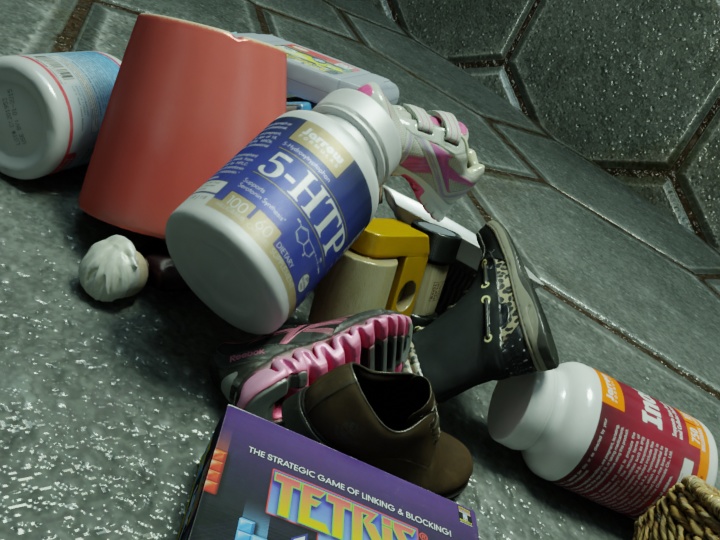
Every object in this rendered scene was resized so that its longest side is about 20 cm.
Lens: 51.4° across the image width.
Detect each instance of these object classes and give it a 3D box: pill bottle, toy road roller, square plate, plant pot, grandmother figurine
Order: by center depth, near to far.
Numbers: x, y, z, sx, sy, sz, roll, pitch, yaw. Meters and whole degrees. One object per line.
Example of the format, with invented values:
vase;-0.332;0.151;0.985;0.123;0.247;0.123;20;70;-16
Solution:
pill bottle;-0.053;-0.058;0.616;0.118;0.121;0.201;33;57;11
grandmother figurine;-0.154;-0.001;0.669;0.119;0.062;0.197;12;10;43
plant pot;-0.153;-0.132;0.704;0.195;0.182;0.201;13;11;-3
pill bottle;0.226;0.159;0.712;0.196;0.115;0.114;25;23;-11
pill bottle;-0.291;-0.165;0.765;0.107;0.110;0.200;31;23;5
toy road roller;0.000;0.000;0.770;0.144;0.126;0.198;25;17;31
square plate;0.114;-0.040;0.925;0.196;0.029;0.198;28;10;-8

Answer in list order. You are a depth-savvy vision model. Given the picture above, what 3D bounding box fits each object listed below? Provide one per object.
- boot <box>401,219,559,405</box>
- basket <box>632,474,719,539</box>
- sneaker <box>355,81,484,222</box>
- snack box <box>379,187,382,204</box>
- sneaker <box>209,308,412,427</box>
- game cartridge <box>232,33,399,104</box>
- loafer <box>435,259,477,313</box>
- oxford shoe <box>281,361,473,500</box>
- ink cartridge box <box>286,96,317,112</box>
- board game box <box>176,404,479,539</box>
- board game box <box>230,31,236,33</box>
boot;0.096;0.042;0.726;0.074;0.151;0.206;56;15;-33
basket;0.336;0.244;0.593;0.197;0.151;0.143;32;37;8
sneaker;0.064;-0.139;0.785;0.199;0.087;0.082;36;23;-48
snack box;0.007;-0.112;0.870;0.024;0.074;0.200;-1;7;6
sneaker;-0.039;0.067;0.623;0.197;0.081;0.094;-14;31;-42
game cartridge;-0.060;-0.224;0.850;0.196;0.042;0.133;23;26;9
loafer;0.065;-0.012;0.915;0.196;0.074;0.071;23;22;-19
oxford shoe;0.038;0.126;0.570;0.198;0.084;0.074;31;27;-43
ink cartridge box;-0.061;-0.131;0.893;0.081;0.149;0.200;1;16;19
board game box;-0.015;0.186;0.451;0.196;0.057;0.166;25;25;-11
board game box;-0.182;-0.213;0.947;0.102;0.105;0.201;-15;36;-9
